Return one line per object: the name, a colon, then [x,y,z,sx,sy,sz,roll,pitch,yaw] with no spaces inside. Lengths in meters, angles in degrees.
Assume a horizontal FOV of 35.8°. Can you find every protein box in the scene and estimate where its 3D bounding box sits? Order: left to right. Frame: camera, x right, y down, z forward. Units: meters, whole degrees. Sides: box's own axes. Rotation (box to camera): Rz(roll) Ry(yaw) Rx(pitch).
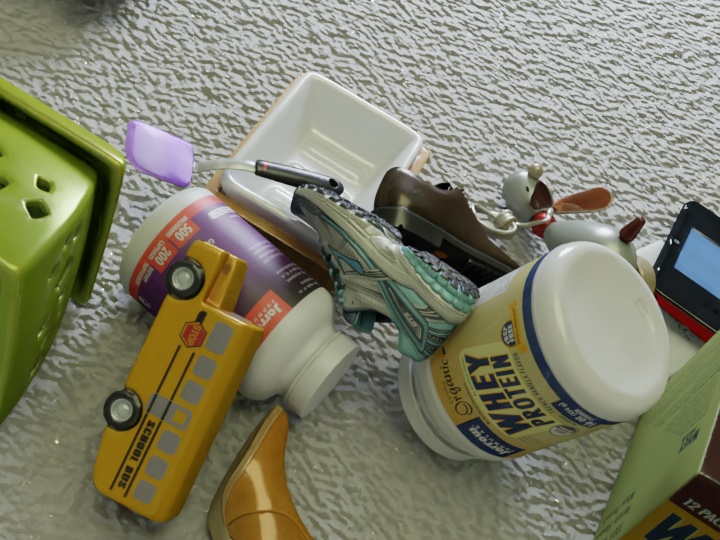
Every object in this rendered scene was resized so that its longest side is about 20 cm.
protein box: [0.314,0.174,0.938,0.134,0.199,0.201,31,50,4]

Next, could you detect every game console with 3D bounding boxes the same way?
game console: [0.392,0.021,1.164,0.176,0.031,0.200,39,40,3]

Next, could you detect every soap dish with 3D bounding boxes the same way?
soap dish: [-0.040,-0.084,1.068,0.156,0.081,0.201,31,50,3]

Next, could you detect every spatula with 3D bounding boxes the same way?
spatula: [-0.109,-0.090,0.981,0.198,0.021,0.057,9,52,-14]

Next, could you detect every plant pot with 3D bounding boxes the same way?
plant pot: [-0.301,-0.033,0.862,0.199,0.200,0.182,30,44,3]

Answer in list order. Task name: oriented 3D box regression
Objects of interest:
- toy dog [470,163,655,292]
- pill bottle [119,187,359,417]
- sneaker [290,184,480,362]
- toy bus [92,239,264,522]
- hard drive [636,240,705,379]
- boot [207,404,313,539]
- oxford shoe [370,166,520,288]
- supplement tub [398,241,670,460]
toy dog: [0.214,-0.050,1.100,0.200,0.097,0.131,40,31,23]
pill bottle: [-0.100,0.029,0.941,0.199,0.113,0.112,39,51,10]
sneaker: [0.000,0.000,0.921,0.200,0.087,0.077,38,9,34]
toy bus: [-0.135,0.081,0.850,0.078,0.065,0.202,25,88,8]
hard drive: [0.274,0.053,1.124,0.199,0.026,0.132,-21,65,-32]
boot: [-0.052,0.217,0.860,0.143,0.071,0.202,29,53,-7]
oxford shoe: [0.092,-0.038,1.045,0.199,0.072,0.085,31,61,-40]
supplement tub: [0.138,0.075,0.924,0.143,0.199,0.146,18,59,-32]
